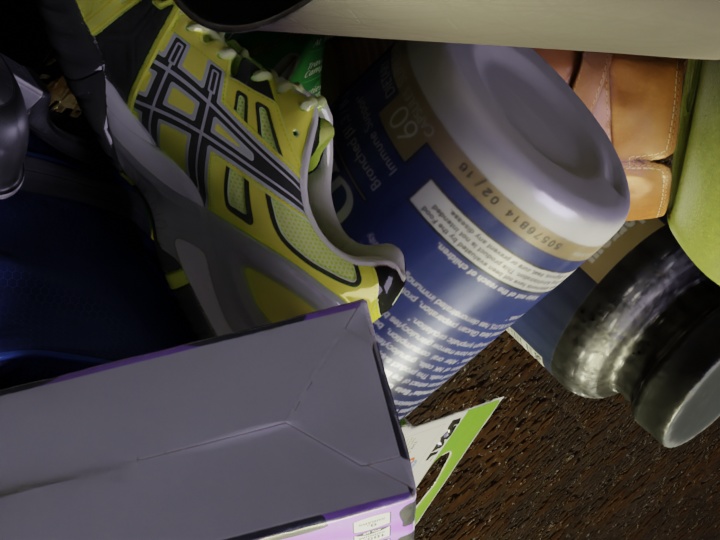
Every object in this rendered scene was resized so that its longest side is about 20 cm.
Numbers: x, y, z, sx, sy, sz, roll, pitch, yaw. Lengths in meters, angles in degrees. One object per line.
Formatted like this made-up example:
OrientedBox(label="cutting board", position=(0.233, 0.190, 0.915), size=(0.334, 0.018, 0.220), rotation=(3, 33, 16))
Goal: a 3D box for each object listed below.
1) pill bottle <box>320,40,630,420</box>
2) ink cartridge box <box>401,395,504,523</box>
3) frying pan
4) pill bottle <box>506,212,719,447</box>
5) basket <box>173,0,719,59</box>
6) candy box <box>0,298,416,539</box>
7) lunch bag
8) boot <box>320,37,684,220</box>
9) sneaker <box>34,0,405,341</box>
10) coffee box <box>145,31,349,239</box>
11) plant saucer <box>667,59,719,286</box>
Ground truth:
OrientedBox(label="pill bottle", position=(0.000, 0.000, 0.838), size=(0.200, 0.111, 0.111), rotation=(-43, 159, 24))
OrientedBox(label="ink cartridge box", position=(-0.027, 0.118, 1.221), size=(0.200, 0.076, 0.148), rotation=(-11, 139, -54))
OrientedBox(label="frying pan", position=(-0.123, -0.053, 0.693), size=(0.190, 0.115, 0.031), rotation=(30, 111, -39))
OrientedBox(label="pill bottle", position=(0.116, -0.007, 1.097), size=(0.112, 0.200, 0.112), rotation=(-37, 156, -20))
OrientedBox(label="basket", position=(0.060, -0.142, 0.703), size=(0.199, 0.136, 0.180), rotation=(6, 138, -38))
OrientedBox(label="candy box", position=(-0.068, 0.094, 0.749), size=(0.167, 0.072, 0.200), rotation=(-14, 160, -4))
OrientedBox(label="lunch bag", position=(-0.159, 0.011, 0.764), size=(0.136, 0.133, 0.200), rotation=(-33, 160, 19))
OrientedBox(label="boot", position=(0.056, -0.031, 0.944), size=(0.154, 0.077, 0.201), rotation=(-3, 131, -10))
OrientedBox(label="sneaker", position=(-0.052, -0.057, 0.763), size=(0.076, 0.201, 0.075), rotation=(-28, -176, 11))
OrientedBox(label="coffee box", position=(-0.058, -0.075, 0.897), size=(0.123, 0.044, 0.200), rotation=(-31, 153, -35))
OrientedBox(label="plant saucer", position=(0.161, -0.094, 0.926), size=(0.200, 0.031, 0.201), rotation=(10, 90, -84))
